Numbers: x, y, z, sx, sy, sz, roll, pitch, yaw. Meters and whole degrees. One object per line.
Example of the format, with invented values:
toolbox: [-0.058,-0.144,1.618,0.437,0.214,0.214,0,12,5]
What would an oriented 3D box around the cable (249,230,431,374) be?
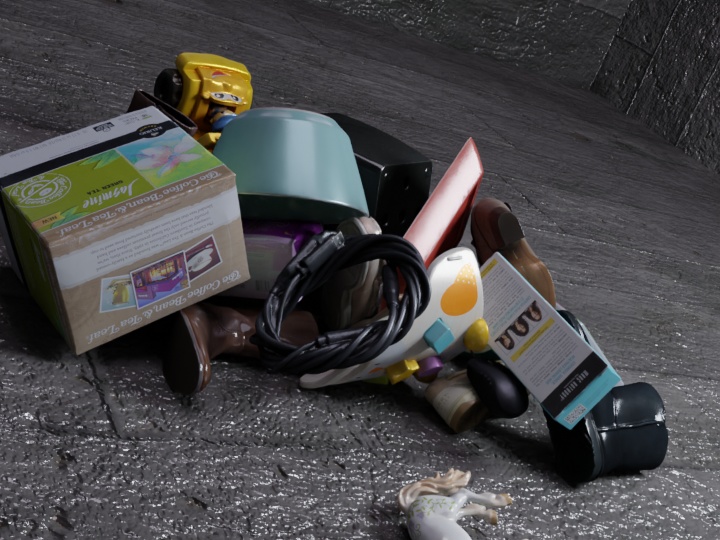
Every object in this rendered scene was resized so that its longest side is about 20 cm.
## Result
cable: [-0.022,0.040,1.100,0.162,0.051,0.200,20,54,28]

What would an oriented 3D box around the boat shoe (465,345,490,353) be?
boat shoe: [0.127,0.038,1.382,0.061,0.071,0.201,61,-1,-25]

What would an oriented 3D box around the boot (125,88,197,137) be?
boot: [-0.299,-0.152,1.361,0.199,0.168,0.072,31,22,20]

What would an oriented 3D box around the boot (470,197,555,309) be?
boot: [0.185,0.006,1.360,0.069,0.202,0.146,-11,-1,-6]

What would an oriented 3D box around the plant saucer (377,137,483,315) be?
plant saucer: [0.088,-0.032,1.329,0.036,0.200,0.201,29,62,11]

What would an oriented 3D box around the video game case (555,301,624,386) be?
video game case: [0.264,0.072,1.481,0.182,0.022,0.200,43,-2,41]

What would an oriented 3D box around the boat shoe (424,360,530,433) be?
boat shoe: [0.150,0.133,1.285,0.065,0.073,0.199,39,31,27]

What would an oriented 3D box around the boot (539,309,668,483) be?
boot: [0.285,0.144,1.281,0.167,0.202,0.076,-1,-13,-46]

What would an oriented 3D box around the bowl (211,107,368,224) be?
bowl: [-0.085,-0.119,1.228,0.198,0.106,0.201,5,-7,1]

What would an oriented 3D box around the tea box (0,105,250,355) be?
tea box: [-0.248,-0.049,1.109,0.199,0.135,0.196,-25,41,-26]

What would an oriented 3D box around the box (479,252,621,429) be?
box: [0.191,0.075,1.209,0.200,0.082,0.049,50,9,36]

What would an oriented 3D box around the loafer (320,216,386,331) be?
loafer: [0.000,0.000,1.268,0.062,0.201,0.072,-17,61,-24]

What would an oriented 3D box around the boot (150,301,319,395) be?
boot: [-0.113,0.083,1.152,0.198,0.065,0.187,14,23,-29]

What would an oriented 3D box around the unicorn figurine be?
unicorn figurine: [0.091,0.250,0.965,0.136,0.075,0.200,1,15,-25]

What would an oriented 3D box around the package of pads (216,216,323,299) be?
package of pads: [-0.147,-0.017,1.247,0.198,0.077,0.121,4,19,15]

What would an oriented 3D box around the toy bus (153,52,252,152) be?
toy bus: [-0.203,-0.161,1.458,0.135,0.201,0.192,4,36,-39]

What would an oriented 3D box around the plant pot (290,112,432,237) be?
plant pot: [-0.021,-0.086,1.391,0.176,0.202,0.199,16,16,30]

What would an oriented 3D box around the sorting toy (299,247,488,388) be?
sorting toy: [0.026,0.080,1.190,0.179,0.200,0.108,-16,74,-40]

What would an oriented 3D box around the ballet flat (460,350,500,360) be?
ballet flat: [0.213,0.087,1.378,0.198,0.075,0.074,13,15,27]

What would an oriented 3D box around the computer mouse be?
computer mouse: [0.138,0.094,1.243,0.058,0.034,0.201,0,35,-25]
